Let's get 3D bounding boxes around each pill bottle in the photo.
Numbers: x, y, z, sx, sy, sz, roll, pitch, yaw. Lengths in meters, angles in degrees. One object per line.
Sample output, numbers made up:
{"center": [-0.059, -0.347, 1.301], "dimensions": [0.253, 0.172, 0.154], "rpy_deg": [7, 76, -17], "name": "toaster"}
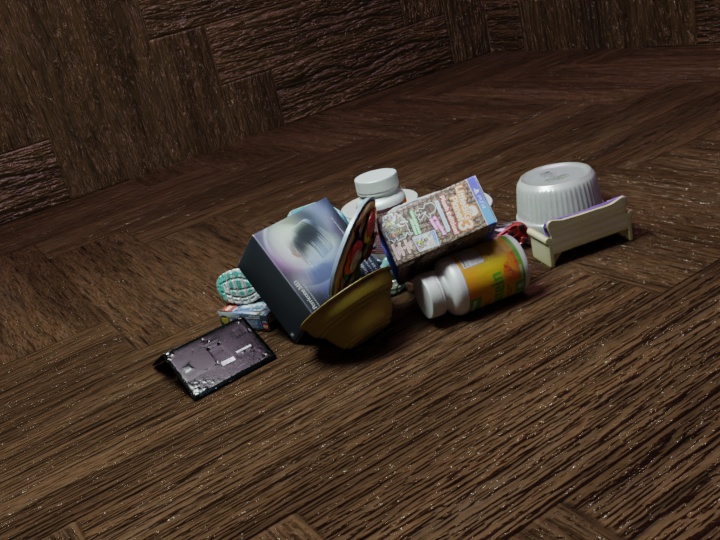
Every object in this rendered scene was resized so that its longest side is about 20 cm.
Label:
{"center": [0.203, 0.017, 1.514], "dimensions": [0.198, 0.112, 0.111], "rpy_deg": [-20, 22, -14], "name": "pill bottle"}
{"center": [0.054, -0.115, 1.812], "dimensions": [0.112, 0.203, 0.114], "rpy_deg": [-12, 21, 5], "name": "pill bottle"}

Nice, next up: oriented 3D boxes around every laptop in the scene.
{"center": [-0.284, 0.173, 1.575], "dimensions": [0.176, 0.104, 0.200], "rpy_deg": [-26, 50, -28], "name": "laptop"}

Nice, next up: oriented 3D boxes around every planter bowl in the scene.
{"center": [-0.004, 0.083, 1.469], "dimensions": [0.199, 0.084, 0.200], "rpy_deg": [-34, -8, -6], "name": "planter bowl"}

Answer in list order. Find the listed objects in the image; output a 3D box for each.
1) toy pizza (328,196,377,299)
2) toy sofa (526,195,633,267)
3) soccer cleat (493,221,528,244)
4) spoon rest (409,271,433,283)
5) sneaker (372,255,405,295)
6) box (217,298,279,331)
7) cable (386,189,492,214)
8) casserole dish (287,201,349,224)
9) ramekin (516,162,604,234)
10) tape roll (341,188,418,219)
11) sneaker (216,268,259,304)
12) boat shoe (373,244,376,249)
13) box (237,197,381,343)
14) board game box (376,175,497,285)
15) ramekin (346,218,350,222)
{"center": [-0.005, -0.034, 1.463], "dimensions": [0.031, 0.202, 0.200], "rpy_deg": [21, 30, 9], "name": "toy pizza"}
{"center": [0.441, -0.089, 1.646], "dimensions": [0.198, 0.099, 0.083], "rpy_deg": [-19, 22, -10], "name": "toy sofa"}
{"center": [0.262, -0.060, 1.742], "dimensions": [0.197, 0.070, 0.085], "rpy_deg": [-18, 10, -12], "name": "soccer cleat"}
{"center": [0.156, 0.000, 1.641], "dimensions": [0.197, 0.061, 0.100], "rpy_deg": [10, 29, -1], "name": "spoon rest"}
{"center": [0.000, 0.000, 1.718], "dimensions": [0.197, 0.087, 0.078], "rpy_deg": [-2, 23, 28], "name": "sneaker"}
{"center": [-0.189, 0.062, 1.749], "dimensions": [0.135, 0.040, 0.200], "rpy_deg": [2, 27, 34], "name": "box"}
{"center": [0.179, -0.109, 1.710], "dimensions": [0.199, 0.070, 0.199], "rpy_deg": [-27, 28, -33], "name": "cable"}
{"center": [-0.102, -0.116, 1.870], "dimensions": [0.120, 0.039, 0.200], "rpy_deg": [-21, 21, -17], "name": "casserole dish"}
{"center": [0.440, -0.166, 1.830], "dimensions": [0.197, 0.106, 0.201], "rpy_deg": [-13, 21, 5], "name": "ramekin"}
{"center": [0.053, -0.138, 2.051], "dimensions": [0.199, 0.072, 0.203], "rpy_deg": [-13, 22, 5], "name": "tape roll"}
{"center": [-0.204, 0.023, 1.727], "dimensions": [0.197, 0.079, 0.091], "rpy_deg": [-8, 3, 12], "name": "sneaker"}
{"center": [-0.064, -0.050, 1.760], "dimensions": [0.198, 0.073, 0.072], "rpy_deg": [-19, -2, 15], "name": "boat shoe"}
{"center": [-0.096, -0.003, 1.600], "dimensions": [0.197, 0.201, 0.123], "rpy_deg": [-31, -14, -36], "name": "box"}
{"center": [0.140, -0.071, 1.530], "dimensions": [0.198, 0.098, 0.160], "rpy_deg": [-24, -14, -1], "name": "board game box"}
{"center": [-0.097, -0.051, 1.893], "dimensions": [0.198, 0.099, 0.201], "rpy_deg": [-12, 21, 5], "name": "ramekin"}
